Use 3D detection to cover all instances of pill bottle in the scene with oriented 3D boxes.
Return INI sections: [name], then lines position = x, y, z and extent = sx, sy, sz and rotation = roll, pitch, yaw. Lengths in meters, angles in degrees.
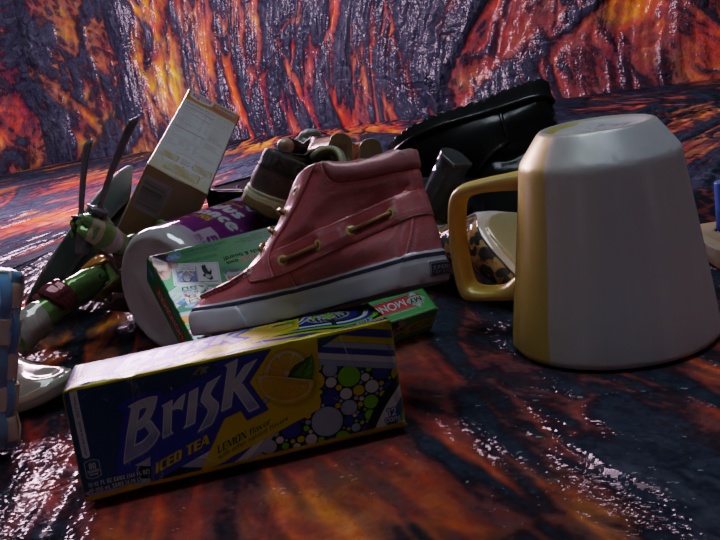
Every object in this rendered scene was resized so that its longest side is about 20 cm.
[pill bottle]
position = -0.117, -0.009, 0.858
extent = 0.111, 0.114, 0.199
rotation = 1, 17, 36

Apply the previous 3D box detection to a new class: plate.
[plate]
position = -0.309, -0.030, 1.032
extent = 0.025, 0.201, 0.200
rotation = 34, 12, -7

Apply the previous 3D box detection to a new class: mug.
[mug]
position = 0.158, -0.025, 0.652
extent = 0.183, 0.156, 0.150
rotation = -8, 14, 4

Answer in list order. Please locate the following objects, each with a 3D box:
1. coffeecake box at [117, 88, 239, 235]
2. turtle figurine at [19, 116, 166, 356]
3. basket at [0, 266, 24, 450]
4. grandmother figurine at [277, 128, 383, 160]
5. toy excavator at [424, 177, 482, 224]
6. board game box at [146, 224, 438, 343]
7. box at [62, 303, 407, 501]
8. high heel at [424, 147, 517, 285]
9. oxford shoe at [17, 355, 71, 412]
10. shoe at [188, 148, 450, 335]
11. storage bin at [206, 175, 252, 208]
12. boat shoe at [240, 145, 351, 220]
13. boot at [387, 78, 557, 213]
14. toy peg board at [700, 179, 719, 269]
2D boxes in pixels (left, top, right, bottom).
[coffeecake box]
position = -0.215, -0.092, 1.043
extent = 0.072, 0.155, 0.201
rotation = 26, 31, -12
[turtle figurine]
position = -0.272, -0.025, 0.860
extent = 0.143, 0.202, 0.194
rotation = 24, 56, 41
[basket]
position = -0.328, 0.062, 0.589
extent = 0.137, 0.180, 0.198
rotation = 4, 0, 41
[grandmother figurine]
position = -0.041, -0.135, 1.058
extent = 0.119, 0.062, 0.200
rotation = 17, 3, -18
[toy excavator]
position = 0.167, -0.083, 0.966
extent = 0.099, 0.197, 0.199
rotation = -20, -11, -42
[board game box]
position = -0.055, 0.019, 0.729
extent = 0.197, 0.029, 0.135
rotation = -15, 51, -28
[box]
position = -0.076, 0.077, 0.563
extent = 0.196, 0.071, 0.064
rotation = -12, 9, -12
[high heel]
position = 0.098, 0.002, 0.837
extent = 0.070, 0.144, 0.201
rotation = 1, 41, -31
[oxford shoe]
position = -0.319, 0.083, 0.735
extent = 0.196, 0.059, 0.075
rotation = -1, 13, 25
[shoe]
position = -0.038, -0.016, 0.620
extent = 0.197, 0.093, 0.071
rotation = -15, -6, 26
[storage bin]
position = -0.084, -0.069, 1.129
extent = 0.198, 0.096, 0.134
rotation = 3, 17, 44
[boat shoe]
position = -0.031, -0.084, 0.863
extent = 0.071, 0.067, 0.200
rotation = 33, 22, 27
[boot]
position = 0.127, -0.081, 0.899
extent = 0.195, 0.166, 0.073
rotation = -19, -14, 25
[toy peg board]
position = 0.399, -0.063, 0.773
extent = 0.195, 0.100, 0.200
rotation = -8, 13, 2
